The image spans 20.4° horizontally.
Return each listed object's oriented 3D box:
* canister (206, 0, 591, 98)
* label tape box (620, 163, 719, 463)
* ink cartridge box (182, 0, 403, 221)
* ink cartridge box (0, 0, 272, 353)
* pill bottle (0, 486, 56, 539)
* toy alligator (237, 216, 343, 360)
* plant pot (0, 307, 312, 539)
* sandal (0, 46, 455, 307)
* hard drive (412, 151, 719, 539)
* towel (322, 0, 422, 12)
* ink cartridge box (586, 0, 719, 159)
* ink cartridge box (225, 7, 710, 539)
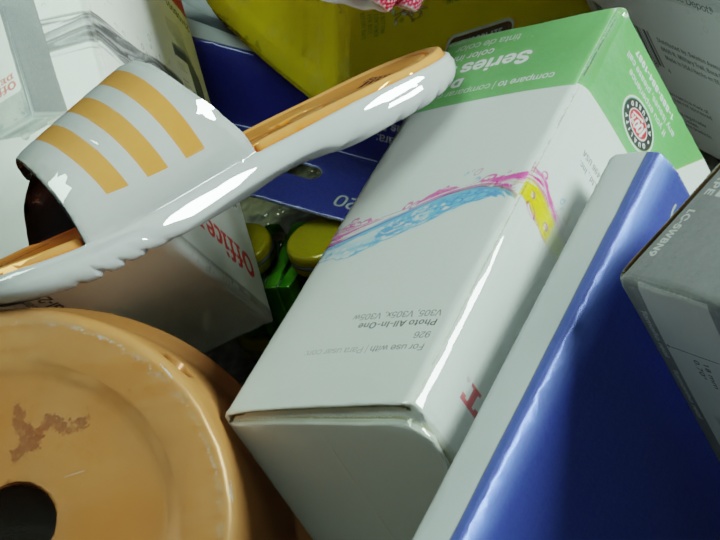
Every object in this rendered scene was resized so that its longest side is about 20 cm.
[{"bbox_3d":[0.039,-0.154,0.909,0.199,0.087,0.149,-20,42,-26],"label":"canister"},{"bbox_3d":[0.184,0.053,0.568,0.063,0.144,0.200,-44,33,-18],"label":"label tape box"},{"bbox_3d":[-0.007,-0.100,0.942,0.199,0.041,0.200,16,39,22],"label":"ink cartridge box"},{"bbox_3d":[-0.119,-0.069,0.832,0.085,0.146,0.201,-20,68,12],"label":"ink cartridge box"},{"bbox_3d":[-0.156,0.081,0.867,0.112,0.112,0.200,-32,32,2],"label":"pill bottle"},{"bbox_3d":[0.000,0.000,0.888,0.199,0.059,0.054,-3,39,22],"label":"toy alligator"},{"bbox_3d":[-0.111,0.098,0.683,0.200,0.200,0.140,-42,-11,-14],"label":"plant pot"},{"bbox_3d":[-0.062,-0.049,0.696,0.206,0.059,0.079,-30,10,-26],"label":"sandal"},{"bbox_3d":[0.080,0.078,0.639,0.025,0.132,0.200,-4,42,39],"label":"hard drive"},{"bbox_3d":[0.022,-0.198,0.780,0.146,0.030,0.200,27,86,52],"label":"towel"},{"bbox_3d":[0.147,-0.136,0.798,0.084,0.200,0.145,-39,37,-9],"label":"ink cartridge box"},{"bbox_3d":[0.058,0.028,0.715,0.087,0.146,0.200,-7,40,37],"label":"ink cartridge box"}]
